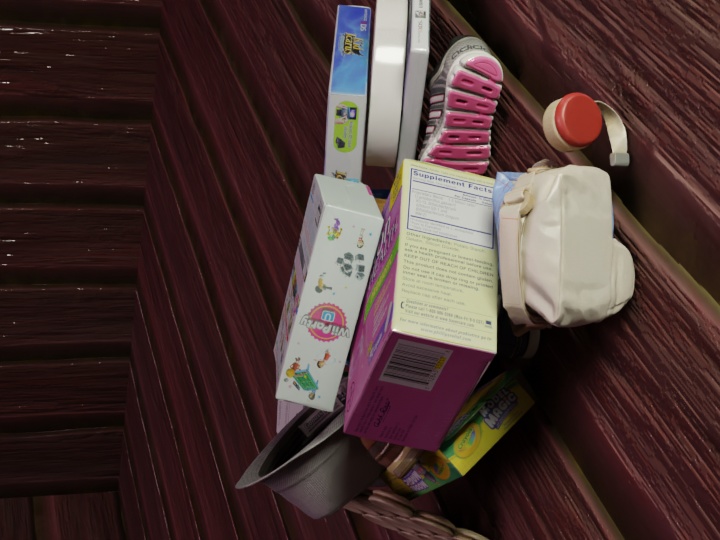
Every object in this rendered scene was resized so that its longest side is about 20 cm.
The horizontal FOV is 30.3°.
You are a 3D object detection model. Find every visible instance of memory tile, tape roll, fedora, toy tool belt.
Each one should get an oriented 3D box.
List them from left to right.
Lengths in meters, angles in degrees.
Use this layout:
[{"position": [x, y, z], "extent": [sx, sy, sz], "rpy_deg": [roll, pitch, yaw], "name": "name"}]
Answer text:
[{"position": [-0.034, 0.200, 1.433], "extent": [0.177, 0.090, 0.200], "rpy_deg": [-34, 9, 34], "name": "fedora"}, {"position": [0.029, -0.219, 1.519], "extent": [0.203, 0.037, 0.204], "rpy_deg": [-177, 90, -89], "name": "tape roll"}, {"position": [0.052, 0.275, 1.468], "extent": [0.017, 0.153, 0.200], "rpy_deg": [-66, 15, -16], "name": "memory tile"}, {"position": [0.161, -0.045, 1.167], "extent": [0.123, 0.124, 0.202], "rpy_deg": [-12, 78, 62], "name": "toy tool belt"}]

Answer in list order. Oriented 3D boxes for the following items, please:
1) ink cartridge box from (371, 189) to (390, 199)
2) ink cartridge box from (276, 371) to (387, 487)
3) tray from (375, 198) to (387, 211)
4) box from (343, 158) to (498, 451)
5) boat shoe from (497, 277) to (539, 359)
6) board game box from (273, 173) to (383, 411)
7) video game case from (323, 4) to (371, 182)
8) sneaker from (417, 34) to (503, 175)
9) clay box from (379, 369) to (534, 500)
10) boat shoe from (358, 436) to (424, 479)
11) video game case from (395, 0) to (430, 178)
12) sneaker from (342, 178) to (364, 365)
[{"position": [0.025, 0.012, 1.655], "extent": [0.116, 0.066, 0.201], "rpy_deg": [130, 135, -63], "name": "ink cartridge box"}, {"position": [-0.008, 0.192, 1.636], "extent": [0.200, 0.146, 0.084], "rpy_deg": [-146, 57, -66], "name": "ink cartridge box"}, {"position": [0.024, -0.032, 1.542], "extent": [0.199, 0.037, 0.099], "rpy_deg": [10, 76, 50], "name": "tray"}, {"position": [0.056, 0.033, 1.243], "extent": [0.176, 0.096, 0.201], "rpy_deg": [113, 167, -51], "name": "box"}, {"position": [0.128, 0.001, 1.352], "extent": [0.073, 0.062, 0.201], "rpy_deg": [109, 155, -50], "name": "boat shoe"}, {"position": [-0.036, 0.019, 1.339], "extent": [0.148, 0.064, 0.201], "rpy_deg": [-105, 29, -74], "name": "board game box"}, {"position": [-0.015, -0.180, 1.548], "extent": [0.201, 0.045, 0.182], "rpy_deg": [-86, 1, -51], "name": "video game case"}, {"position": [0.103, -0.166, 1.418], "extent": [0.088, 0.073, 0.201], "rpy_deg": [-96, 14, -46], "name": "sneaker"}, {"position": [0.101, 0.171, 1.359], "extent": [0.048, 0.115, 0.200], "rpy_deg": [48, 155, 1], "name": "clay box"}, {"position": [0.040, 0.134, 1.360], "extent": [0.072, 0.067, 0.200], "rpy_deg": [-54, 5, 23], "name": "boat shoe"}, {"position": [0.059, -0.233, 1.495], "extent": [0.201, 0.023, 0.183], "rpy_deg": [96, 178, -51], "name": "video game case"}, {"position": [0.000, 0.000, 1.449], "extent": [0.076, 0.081, 0.201], "rpy_deg": [-3, 95, 34], "name": "sneaker"}]
